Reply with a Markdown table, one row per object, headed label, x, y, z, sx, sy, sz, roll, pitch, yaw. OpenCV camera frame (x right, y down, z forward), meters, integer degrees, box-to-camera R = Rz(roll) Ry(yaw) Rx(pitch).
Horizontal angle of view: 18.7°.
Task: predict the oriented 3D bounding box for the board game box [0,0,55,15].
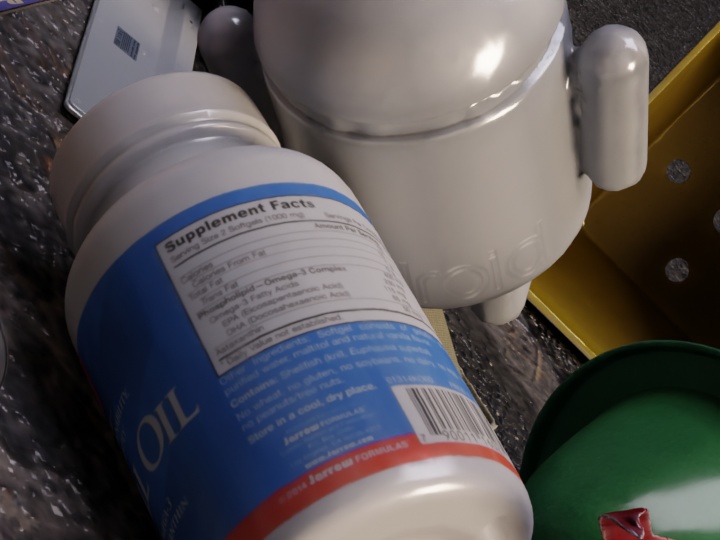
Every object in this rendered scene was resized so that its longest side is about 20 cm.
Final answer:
| label | x | y | z | sx | sy | sz | roll | pitch | yaw |
| --- | --- | --- | --- | --- | --- | --- | --- | --- | --- |
| board game box | -0.177 | -0.189 | 0.731 | 0.200 | 0.096 | 0.160 | 42 | 38 | -69 |

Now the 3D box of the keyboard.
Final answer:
| label | x | y | z | sx | sy | sz | roll | pitch | yaw |
| --- | --- | --- | --- | --- | --- | --- | --- | --- | --- |
| keyboard | -0.102 | -0.098 | 0.998 | 0.056 | 0.011 | 0.200 | 34 | 22 | -16 |

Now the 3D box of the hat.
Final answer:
| label | x | y | z | sx | sy | sz | roll | pitch | yaw |
| --- | --- | --- | --- | --- | --- | --- | --- | --- | --- |
| hat | 0.063 | 0.113 | 0.734 | 0.176 | 0.201 | 0.165 | -13 | 33 | -44 |

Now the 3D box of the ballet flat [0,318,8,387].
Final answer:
| label | x | y | z | sx | sy | sz | roll | pitch | yaw |
| --- | --- | --- | --- | --- | --- | --- | --- | --- | --- |
| ballet flat | -0.179 | -0.013 | 0.594 | 0.200 | 0.073 | 0.073 | 39 | 21 | -24 |

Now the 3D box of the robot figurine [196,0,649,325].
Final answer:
| label | x | y | z | sx | sy | sz | roll | pitch | yaw |
| --- | --- | --- | --- | --- | --- | --- | --- | --- | --- |
| robot figurine | 0.025 | -0.066 | 0.807 | 0.200 | 0.169 | 0.113 | 73 | 25 | -47 |

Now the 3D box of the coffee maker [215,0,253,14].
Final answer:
| label | x | y | z | sx | sy | sz | roll | pitch | yaw |
| --- | --- | --- | --- | --- | --- | --- | --- | --- | --- |
| coffee maker | 0.003 | -0.174 | 1.081 | 0.134 | 0.192 | 0.200 | 5 | 42 | -49 |

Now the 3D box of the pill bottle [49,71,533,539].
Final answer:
| label | x | y | z | sx | sy | sz | roll | pitch | yaw |
| --- | --- | --- | --- | --- | --- | --- | --- | --- | --- |
| pill bottle | -0.033 | 0.030 | 0.731 | 0.112 | 0.112 | 0.200 | 22 | 30 | -48 |

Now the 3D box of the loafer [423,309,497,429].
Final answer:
| label | x | y | z | sx | sy | sz | roll | pitch | yaw |
| --- | --- | --- | --- | --- | --- | --- | --- | --- | --- |
| loafer | 0.000 | 0.000 | 0.917 | 0.076 | 0.068 | 0.200 | 13 | 37 | -56 |

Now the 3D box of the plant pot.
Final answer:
| label | x | y | z | sx | sy | sz | roll | pitch | yaw |
| --- | --- | --- | --- | --- | --- | --- | --- | --- | --- |
| plant pot | 0.211 | -0.018 | 1.219 | 0.200 | 0.200 | 0.176 | 45 | 8 | -2 |
